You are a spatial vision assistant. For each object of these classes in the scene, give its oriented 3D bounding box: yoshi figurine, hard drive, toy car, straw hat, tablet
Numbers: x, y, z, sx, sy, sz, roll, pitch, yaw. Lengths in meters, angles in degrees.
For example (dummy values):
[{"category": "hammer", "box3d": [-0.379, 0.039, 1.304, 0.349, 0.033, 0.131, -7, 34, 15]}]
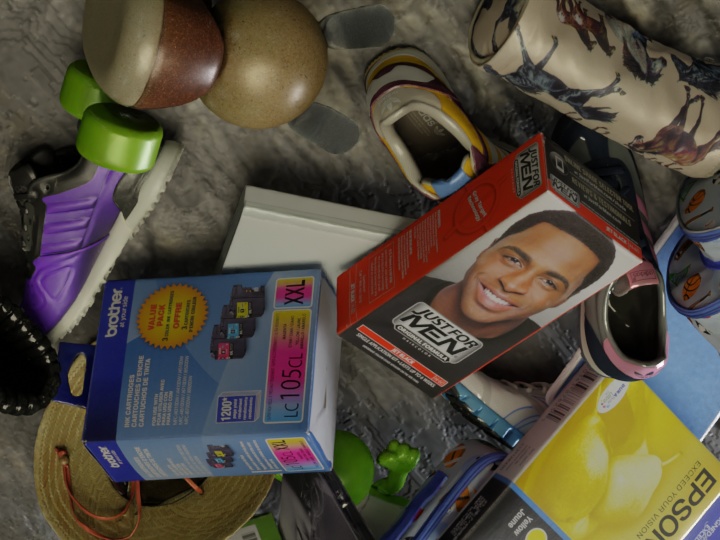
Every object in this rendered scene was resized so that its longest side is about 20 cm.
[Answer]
[{"category": "yoshi figurine", "box3d": [0.013, 0.188, 1.778, 0.200, 0.112, 0.112, 38, 124, -13]}, {"category": "hard drive", "box3d": [0.000, 0.000, 1.682, 0.200, 0.026, 0.132, 11, 146, -10]}, {"category": "toy car", "box3d": [-0.081, -0.150, 1.542, 0.200, 0.158, 0.164, 11, 112, -20]}, {"category": "straw hat", "box3d": [-0.145, 0.138, 1.755, 0.201, 0.201, 0.085, -17, 163, 9]}, {"category": "tablet", "box3d": [0.243, 0.049, 1.729, 0.130, 0.014, 0.200, 31, 101, -20]}]

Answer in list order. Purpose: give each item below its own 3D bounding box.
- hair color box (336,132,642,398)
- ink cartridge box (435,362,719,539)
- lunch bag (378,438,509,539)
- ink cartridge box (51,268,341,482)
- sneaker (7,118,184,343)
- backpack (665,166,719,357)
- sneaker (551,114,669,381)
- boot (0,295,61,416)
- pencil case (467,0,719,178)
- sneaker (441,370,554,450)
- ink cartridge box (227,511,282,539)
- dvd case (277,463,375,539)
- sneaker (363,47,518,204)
[{"category": "hair color box", "box3d": [0.087, 0.000, 1.600, 0.101, 0.061, 0.200, 34, 126, -30]}, {"category": "ink cartridge box", "box3d": [0.184, 0.197, 1.716, 0.200, 0.047, 0.198, 44, 80, -19]}, {"category": "lunch bag", "box3d": [0.079, 0.237, 1.743, 0.160, 0.076, 0.200, 40, 84, -24]}, {"category": "ink cartridge box", "box3d": [-0.119, 0.077, 1.662, 0.200, 0.137, 0.076, -5, 149, 15]}, {"category": "sneaker", "box3d": [-0.216, -0.037, 1.658, 0.099, 0.070, 0.200, 31, 114, -12]}, {"category": "backpack", "box3d": [0.304, -0.020, 1.613, 0.154, 0.200, 0.190, 43, 109, -9]}, {"category": "sneaker", "box3d": [0.186, -0.019, 1.634, 0.070, 0.082, 0.200, -14, 97, -16]}, {"category": "boot", "box3d": [-0.328, 0.041, 1.647, 0.211, 0.080, 0.158, 27, 163, -27]}, {"category": "pencil case", "box3d": [0.171, -0.141, 1.594, 0.200, 0.090, 0.078, 25, 147, -17]}, {"category": "sneaker", "box3d": [0.144, 0.109, 1.771, 0.200, 0.075, 0.087, 36, 89, -19]}, {"category": "ink cartridge box", "box3d": [-0.098, 0.295, 1.805, 0.076, 0.148, 0.200, -15, 160, -20]}, {"category": "dvd case", "box3d": [-0.027, 0.223, 1.702, 0.016, 0.149, 0.200, -14, 135, -20]}, {"category": "sneaker", "box3d": [0.074, -0.065, 1.630, 0.075, 0.090, 0.200, -39, 116, 21]}]
